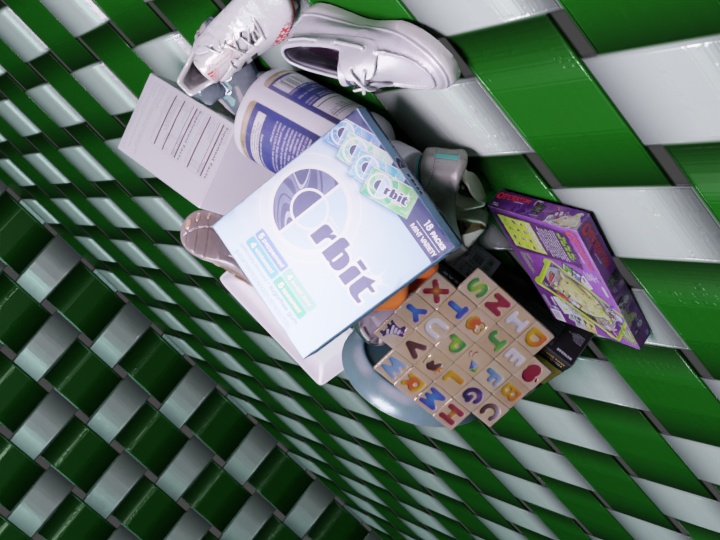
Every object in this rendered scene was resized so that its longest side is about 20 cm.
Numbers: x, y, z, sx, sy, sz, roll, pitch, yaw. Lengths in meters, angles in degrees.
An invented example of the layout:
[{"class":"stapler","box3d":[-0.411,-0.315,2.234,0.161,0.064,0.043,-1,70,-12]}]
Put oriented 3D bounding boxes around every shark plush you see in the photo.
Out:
[{"class":"shark plush","box3d":[-0.121,-0.205,1.320,0.200,0.091,0.083,47,131,-9]}]

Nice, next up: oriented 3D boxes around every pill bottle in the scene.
[{"class":"pill bottle","box3d":[-0.032,-0.134,1.229,0.199,0.111,0.111,31,161,26]}]

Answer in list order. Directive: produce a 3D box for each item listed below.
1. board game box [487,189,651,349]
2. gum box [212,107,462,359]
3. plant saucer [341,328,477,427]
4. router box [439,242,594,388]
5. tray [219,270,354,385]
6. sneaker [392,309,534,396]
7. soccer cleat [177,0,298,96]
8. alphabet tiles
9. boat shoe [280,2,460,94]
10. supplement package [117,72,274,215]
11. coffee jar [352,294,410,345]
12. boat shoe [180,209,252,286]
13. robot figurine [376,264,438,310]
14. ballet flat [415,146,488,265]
[{"class":"board game box","box3d":[0.221,0.000,1.184,0.120,0.032,0.200,27,160,47]},{"class":"gum box","box3d":[-0.025,-0.036,1.148,0.170,0.200,0.045,55,-164,5]},{"class":"plant saucer","box3d":[0.076,0.115,1.407,0.200,0.200,0.028,33,128,20]},{"class":"router box","box3d":[0.170,0.053,1.377,0.200,0.052,0.157,38,163,5]},{"class":"tray","box3d":[-0.084,0.053,1.475,0.200,0.022,0.107,47,127,-8]},{"class":"sneaker","box3d":[0.110,0.097,1.333,0.199,0.079,0.079,28,169,-20]},{"class":"soccer cleat","box3d":[-0.132,-0.240,1.185,0.069,0.085,0.200,45,151,-16]},{"class":"alphabet tiles","box3d":[0.117,0.092,1.271,0.200,0.166,0.006,40,-165,-25]},{"class":"boat shoe","box3d":[0.003,-0.200,1.064,0.199,0.069,0.072,28,160,33]},{"class":"supplement package","box3d":[-0.194,-0.153,1.418,0.113,0.110,0.200,16,-166,-47]},{"class":"coffee jar","box3d":[0.000,0.000,1.432,0.200,0.104,0.085,49,175,48]},{"class":"boat shoe","box3d":[-0.126,-0.015,1.400,0.199,0.076,0.072,30,177,10]},{"class":"robot figurine","box3d":[-0.015,-0.009,1.259,0.144,0.198,0.117,-108,16,-75]},{"class":"ballet flat","box3d":[0.106,-0.063,1.213,0.063,0.068,0.200,0,152,15]}]
